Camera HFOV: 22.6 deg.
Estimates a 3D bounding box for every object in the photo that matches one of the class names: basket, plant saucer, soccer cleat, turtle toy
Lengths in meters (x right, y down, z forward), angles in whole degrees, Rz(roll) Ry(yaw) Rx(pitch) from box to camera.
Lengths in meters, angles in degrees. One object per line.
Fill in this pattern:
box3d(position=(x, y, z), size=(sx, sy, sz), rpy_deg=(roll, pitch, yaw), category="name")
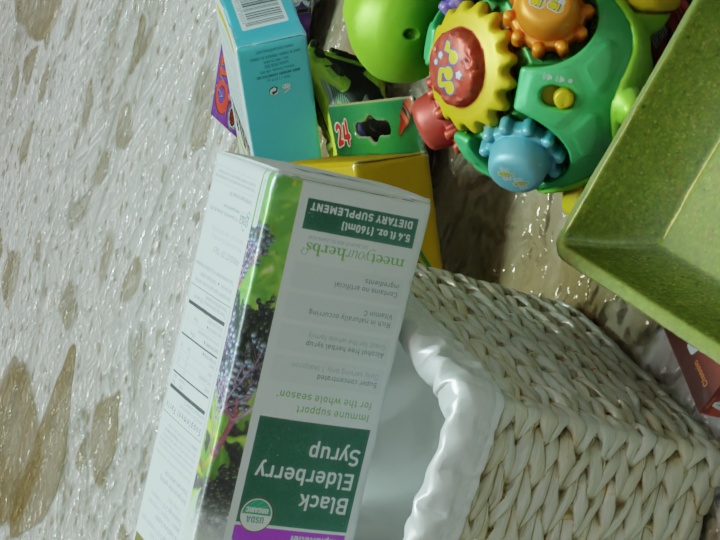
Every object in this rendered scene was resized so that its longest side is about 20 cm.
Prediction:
box3d(position=(0.049, 0.116, 0.886), size=(0.200, 0.160, 0.199), rpy_deg=(49, 124, 61), category="basket")
box3d(position=(0.189, -0.057, 0.754), size=(0.200, 0.048, 0.200), rpy_deg=(-60, 26, 6), category="plant saucer")
box3d(position=(-0.007, -0.095, 1.222), size=(0.200, 0.064, 0.084), rpy_deg=(-123, 47, -57), category="soccer cleat")
box3d(position=(0.070, -0.109, 0.911), size=(0.200, 0.101, 0.147), rpy_deg=(33, 121, 49), category="turtle toy")

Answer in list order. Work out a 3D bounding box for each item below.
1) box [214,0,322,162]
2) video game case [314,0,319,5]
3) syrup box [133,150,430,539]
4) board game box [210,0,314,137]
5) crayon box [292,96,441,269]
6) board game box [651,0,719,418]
box3d(position=(-0.057, -0.094, 1.239), size=(0.082, 0.049, 0.201), rpy_deg=(-112, 11, -49), category="box")
box3d(position=(-0.016, -0.306, 1.388), size=(0.200, 0.023, 0.183), rpy_deg=(152, 126, -61), category="video game case")
box3d(position=(-0.039, 0.053, 0.816), size=(0.081, 0.078, 0.201), rpy_deg=(23, 102, 64), category="syrup box")
box3d(position=(-0.073, -0.200, 1.413), size=(0.120, 0.032, 0.201), rpy_deg=(-133, 50, -61), category="board game box")
box3d(position=(0.000, 0.000, 1.086), size=(0.127, 0.051, 0.201), rpy_deg=(3, 102, 65), category="crayon box")
box3d(position=(0.165, -0.037, 0.871), size=(0.201, 0.019, 0.103), rpy_deg=(-105, 34, -45), category="board game box")
